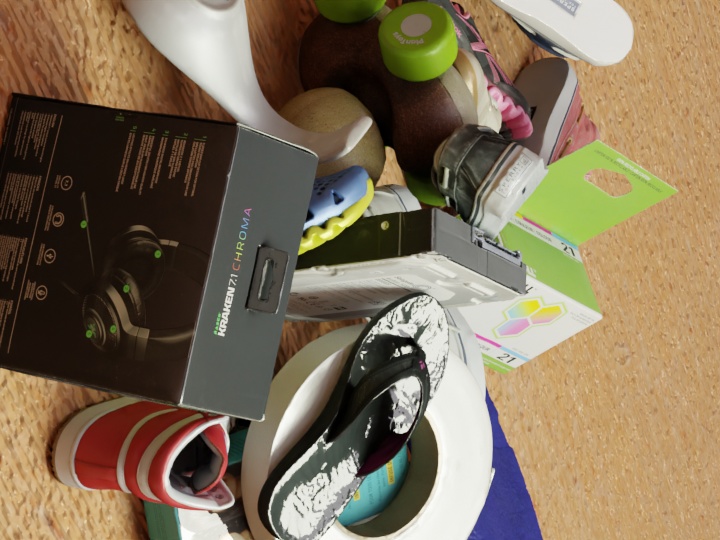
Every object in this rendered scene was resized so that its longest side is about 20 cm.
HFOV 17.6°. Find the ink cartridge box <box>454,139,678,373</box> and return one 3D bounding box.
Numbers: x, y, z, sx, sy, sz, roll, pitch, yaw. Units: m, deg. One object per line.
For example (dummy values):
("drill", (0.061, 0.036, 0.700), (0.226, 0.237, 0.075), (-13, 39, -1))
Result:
("ink cartridge box", (0.149, -0.009, 1.859), (0.148, 0.200, 0.076), (25, 42, -51))

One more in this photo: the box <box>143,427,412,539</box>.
("box", (-0.059, 0.154, 1.669), (0.199, 0.049, 0.083), (-19, 110, -32))

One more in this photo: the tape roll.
("tape roll", (0.007, 0.138, 1.659), (0.202, 0.037, 0.204), (-7, 103, -35))

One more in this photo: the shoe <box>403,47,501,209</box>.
("shoe", (0.072, -0.117, 1.789), (0.053, 0.070, 0.200), (-32, 161, -20))

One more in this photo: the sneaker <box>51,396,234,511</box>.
("sneaker", (-0.106, 0.105, 1.592), (0.200, 0.112, 0.072), (-33, 124, -49))

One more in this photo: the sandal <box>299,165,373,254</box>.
("sandal", (-0.090, -0.038, 1.546), (0.079, 0.199, 0.087), (-122, -165, -88))

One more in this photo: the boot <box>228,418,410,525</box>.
("boot", (-0.019, 0.142, 1.773), (0.200, 0.069, 0.175), (-36, 126, -46))

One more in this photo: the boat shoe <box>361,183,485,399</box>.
("boat shoe", (0.026, 0.030, 1.762), (0.086, 0.075, 0.203), (-8, 75, -41))

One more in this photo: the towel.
("towel", (0.074, 0.151, 1.852), (0.148, 0.049, 0.201), (4, 62, -60))

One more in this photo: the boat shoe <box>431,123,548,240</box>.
("boat shoe", (0.086, -0.070, 1.624), (0.072, 0.071, 0.200), (-51, 175, -7))

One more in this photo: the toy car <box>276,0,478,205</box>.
("toy car", (-0.031, -0.100, 1.669), (0.200, 0.158, 0.165), (-35, 143, -17))

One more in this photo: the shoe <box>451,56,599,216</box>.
("shoe", (0.146, -0.080, 1.963), (0.091, 0.071, 0.200), (57, 47, -38))

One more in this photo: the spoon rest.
("spoon rest", (-0.085, -0.145, 1.555), (0.200, 0.061, 0.099), (45, 42, -6))

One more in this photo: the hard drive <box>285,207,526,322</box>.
("hard drive", (0.000, 0.000, 1.646), (0.140, 0.199, 0.038), (24, 63, -56))

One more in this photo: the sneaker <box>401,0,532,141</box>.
("sneaker", (0.083, -0.166, 1.860), (0.200, 0.079, 0.096), (39, 46, -57))

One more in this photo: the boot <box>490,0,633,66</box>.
("boot", (0.129, -0.235, 1.913), (0.200, 0.090, 0.073), (39, 79, -23))

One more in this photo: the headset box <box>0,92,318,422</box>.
("headset box", (-0.134, -0.009, 1.444), (0.093, 0.199, 0.175), (18, 82, -56))

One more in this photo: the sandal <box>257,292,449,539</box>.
("sandal", (0.008, 0.107, 1.601), (0.075, 0.048, 0.201), (42, 75, -33))
